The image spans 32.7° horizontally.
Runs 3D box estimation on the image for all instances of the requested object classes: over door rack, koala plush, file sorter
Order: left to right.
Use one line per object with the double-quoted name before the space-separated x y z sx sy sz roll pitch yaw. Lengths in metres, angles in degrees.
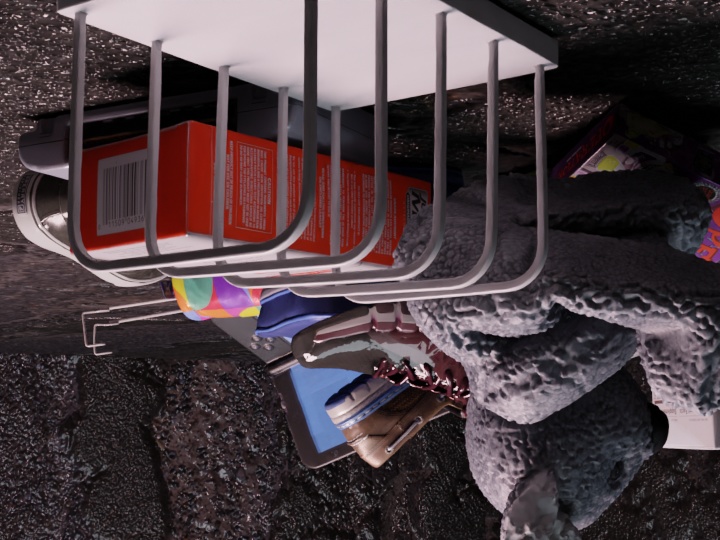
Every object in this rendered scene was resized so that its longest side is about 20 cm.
"over door rack" -0.195 0.022 1.270 0.198 0.067 0.148 -21 175 -9
"file sorter" -0.015 -0.056 0.547 0.138 0.126 0.199 -5 172 35
"koala plush" 0.107 0.063 0.691 0.181 0.202 0.178 2 -153 2

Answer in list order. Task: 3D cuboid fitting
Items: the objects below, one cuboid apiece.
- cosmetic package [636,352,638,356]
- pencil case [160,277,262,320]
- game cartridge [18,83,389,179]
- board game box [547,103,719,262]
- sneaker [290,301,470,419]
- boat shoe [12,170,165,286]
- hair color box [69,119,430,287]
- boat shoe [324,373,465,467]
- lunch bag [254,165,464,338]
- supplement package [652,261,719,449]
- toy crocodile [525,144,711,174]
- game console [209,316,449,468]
"cosmetic package" 0.224 0.038 1.134 0.198 0.103 0.074 -23 170 12
"pencil case" -0.082 -0.001 1.112 0.198 0.090 0.088 -5 171 27
"game cartridge" -0.090 -0.074 0.750 0.198 0.042 0.133 -5 167 28
"board game box" 0.166 -0.025 0.801 0.119 0.033 0.200 20 150 -12
"sneaker" 0.058 0.075 0.808 0.197 0.117 0.076 -8 171 -8
"boat shoe" -0.179 -0.030 0.933 0.063 0.072 0.200 -2 171 21
"hair color box" -0.057 -0.031 0.706 0.101 0.062 0.199 -7 169 39
"boat shoe" 0.069 0.081 0.973 0.199 0.073 0.072 -32 -175 -10
"lunch bag" 0.000 0.000 0.931 0.134 0.134 0.200 2 173 -18
"supplement package" 0.312 0.033 0.938 0.150 0.203 0.151 -1 173 -3
"toy crocodile" 0.161 -0.044 0.864 0.198 0.068 0.061 -9 166 37
"game console" -0.025 0.079 1.187 0.199 0.120 0.172 -26 136 23
